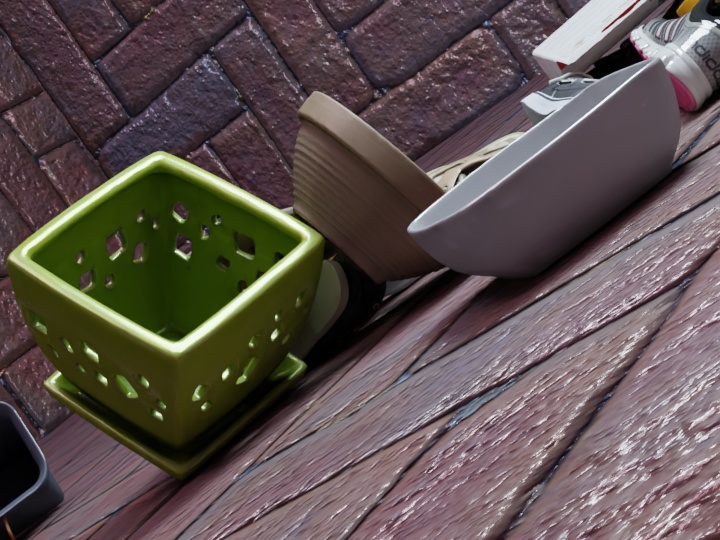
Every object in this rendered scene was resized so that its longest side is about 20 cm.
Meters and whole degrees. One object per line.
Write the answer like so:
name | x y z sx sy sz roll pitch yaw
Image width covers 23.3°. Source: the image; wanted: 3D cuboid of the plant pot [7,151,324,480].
plant pot | -0.161 0.046 1.494 0.200 0.198 0.183 -40 -35 -37

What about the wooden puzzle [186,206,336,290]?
wooden puzzle | -0.071 -0.022 1.645 0.199 0.038 0.185 -11 -16 -44

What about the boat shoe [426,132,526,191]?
boat shoe | 0.097 -0.076 1.762 0.199 0.072 0.065 -35 3 6

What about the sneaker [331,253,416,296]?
sneaker | 0.000 0.000 1.713 0.200 0.071 0.099 -40 8 13

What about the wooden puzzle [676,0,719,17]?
wooden puzzle | 0.360 -0.283 1.633 0.200 0.046 0.185 -46 -8 -4

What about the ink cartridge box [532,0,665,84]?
ink cartridge box | 0.266 -0.254 1.798 0.161 0.050 0.200 -41 13 3

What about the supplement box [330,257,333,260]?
supplement box | -0.022 -0.017 1.843 0.199 0.069 0.067 -36 8 7

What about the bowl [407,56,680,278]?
bowl | 0.137 -0.060 1.245 0.199 0.075 0.200 -36 4 -7

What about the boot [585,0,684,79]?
boot | 0.298 -0.225 1.866 0.200 0.066 0.165 -39 0 34

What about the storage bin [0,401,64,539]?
storage bin | -0.436 0.271 2.014 0.199 0.146 0.134 -37 -23 -3

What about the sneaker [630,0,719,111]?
sneaker | 0.286 -0.189 1.469 0.087 0.074 0.200 -36 9 8

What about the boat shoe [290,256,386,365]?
boat shoe | -0.048 0.053 1.618 0.063 0.074 0.201 -3 -27 -38

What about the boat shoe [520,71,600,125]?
boat shoe | 0.213 -0.162 1.720 0.068 0.074 0.199 -41 5 -3

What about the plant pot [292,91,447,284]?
plant pot | 0.006 -0.055 1.503 0.093 0.201 0.201 -49 5 -3
